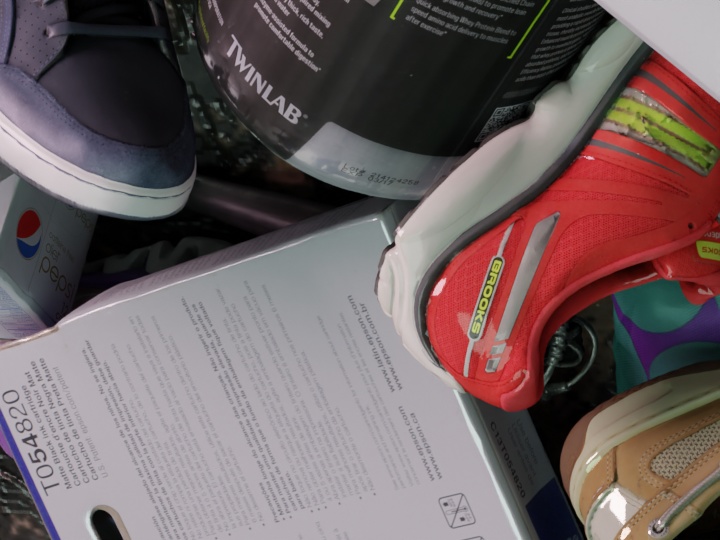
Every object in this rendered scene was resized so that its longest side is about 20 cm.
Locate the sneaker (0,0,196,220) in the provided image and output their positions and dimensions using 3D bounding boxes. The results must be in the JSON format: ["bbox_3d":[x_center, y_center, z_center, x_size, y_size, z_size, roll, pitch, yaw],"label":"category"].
[{"bbox_3d":[-0.090,-0.127,0.911,0.077,0.203,0.146,-1,135,-32],"label":"sneaker"}]

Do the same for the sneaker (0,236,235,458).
[{"bbox_3d":[-0.130,0.040,1.109,0.200,0.089,0.081,-5,125,27],"label":"sneaker"}]

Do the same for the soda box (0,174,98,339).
[{"bbox_3d":[-0.206,-0.019,1.091,0.200,0.068,0.064,3,153,24],"label":"soda box"}]

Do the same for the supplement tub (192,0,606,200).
[{"bbox_3d":[0.036,-0.127,0.888,0.122,0.123,0.200,32,131,-3],"label":"supplement tub"}]

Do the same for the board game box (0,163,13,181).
[{"bbox_3d":[-0.177,-0.058,0.979,0.126,0.200,0.035,8,110,17],"label":"board game box"}]

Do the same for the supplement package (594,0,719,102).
[{"bbox_3d":[0.182,-0.086,0.744,0.200,0.111,0.156,41,111,13],"label":"supplement package"}]

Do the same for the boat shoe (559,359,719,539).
[{"bbox_3d":[0.168,0.052,0.917,0.200,0.076,0.072,-28,127,3],"label":"boat shoe"}]

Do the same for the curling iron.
[{"bbox_3d":[0.000,0.000,1.023,0.200,0.026,0.050,25,110,31],"label":"curling iron"}]

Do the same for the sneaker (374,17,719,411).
[{"bbox_3d":[0.097,-0.032,0.909,0.085,0.200,0.077,46,175,12],"label":"sneaker"}]

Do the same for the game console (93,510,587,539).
[{"bbox_3d":[-0.008,0.152,1.072,0.200,0.173,0.119,-26,150,38],"label":"game console"}]

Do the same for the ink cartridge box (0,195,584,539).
[{"bbox_3d":[-0.022,0.087,1.014,0.200,0.041,0.200,-18,100,33],"label":"ink cartridge box"}]

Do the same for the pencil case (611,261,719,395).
[{"bbox_3d":[0.130,0.049,1.010,0.092,0.085,0.200,36,145,44],"label":"pencil case"}]
